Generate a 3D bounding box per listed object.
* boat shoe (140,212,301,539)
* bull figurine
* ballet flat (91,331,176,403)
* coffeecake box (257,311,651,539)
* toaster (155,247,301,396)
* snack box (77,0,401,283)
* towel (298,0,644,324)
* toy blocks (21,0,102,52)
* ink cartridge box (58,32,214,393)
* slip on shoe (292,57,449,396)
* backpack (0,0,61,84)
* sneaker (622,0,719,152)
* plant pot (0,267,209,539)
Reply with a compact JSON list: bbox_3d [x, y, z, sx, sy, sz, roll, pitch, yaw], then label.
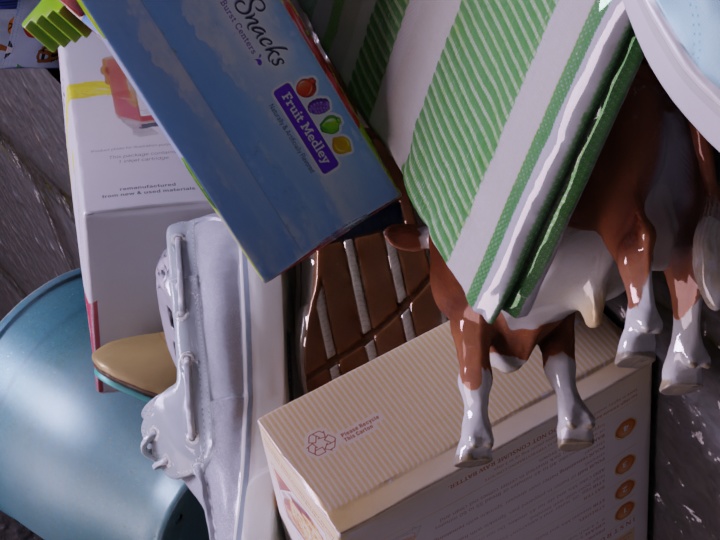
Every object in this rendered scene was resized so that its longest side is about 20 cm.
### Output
[{"bbox_3d":[-0.066,0.068,0.783,0.070,0.071,0.202,68,-161,-69],"label":"boat shoe"},{"bbox_3d":[0.068,0.000,0.614,0.200,0.065,0.122,131,135,-60],"label":"bull figurine"},{"bbox_3d":[-0.059,0.064,0.984,0.199,0.063,0.069,22,-172,-23],"label":"ballet flat"},{"bbox_3d":[0.049,0.118,0.757,0.073,0.153,0.201,49,158,40],"label":"coffeecake box"},{"bbox_3d":[-0.021,0.041,0.888,0.200,0.129,0.114,53,161,27],"label":"toaster"},{"bbox_3d":[-0.069,-0.107,0.666,0.169,0.067,0.200,58,179,-22],"label":"snack box"},{"bbox_3d":[0.033,-0.102,0.575,0.200,0.023,0.153,62,144,41],"label":"towel"},{"bbox_3d":[-0.130,-0.151,0.909,0.200,0.100,0.137,41,179,-40],"label":"toy blocks"},{"bbox_3d":[-0.137,-0.046,1.040,0.201,0.083,0.146,-107,15,-47],"label":"ink cartridge box"},{"bbox_3d":[0.000,0.000,0.804,0.061,0.075,0.201,72,-173,-82],"label":"slip on shoe"},{"bbox_3d":[-0.257,-0.214,1.090,0.200,0.190,0.155,53,144,28],"label":"backpack"},{"bbox_3d":[0.101,-0.098,0.424,0.201,0.074,0.082,57,165,16],"label":"sneaker"},{"bbox_3d":[-0.152,0.126,1.180,0.187,0.200,0.201,31,147,33],"label":"plant pot"}]
